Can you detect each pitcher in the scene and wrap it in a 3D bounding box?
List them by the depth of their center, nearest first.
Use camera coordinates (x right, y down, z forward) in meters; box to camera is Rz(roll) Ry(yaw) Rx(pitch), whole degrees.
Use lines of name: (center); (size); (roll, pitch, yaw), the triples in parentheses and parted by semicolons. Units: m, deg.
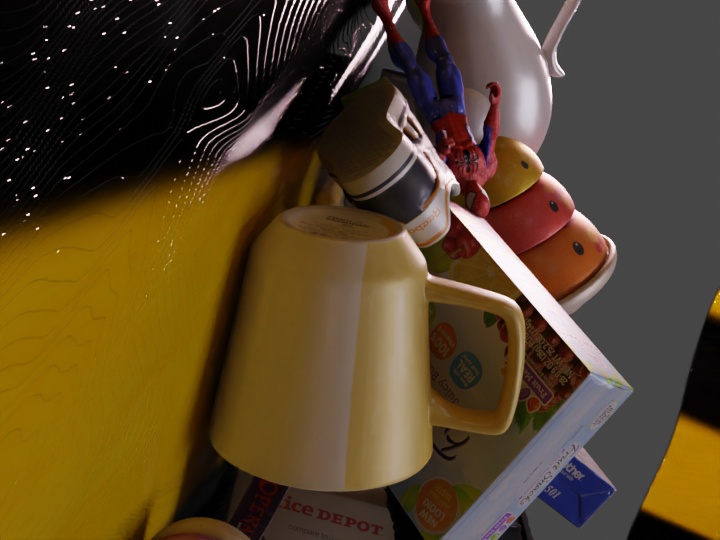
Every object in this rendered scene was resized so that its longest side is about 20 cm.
pitcher: (0.126, -0.191, 1.223); (0.121, 0.171, 0.201); (-105, -177, -59)

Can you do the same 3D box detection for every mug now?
mug: (-0.003, 0.041, 0.923); (0.149, 0.186, 0.154); (-143, -125, -59)

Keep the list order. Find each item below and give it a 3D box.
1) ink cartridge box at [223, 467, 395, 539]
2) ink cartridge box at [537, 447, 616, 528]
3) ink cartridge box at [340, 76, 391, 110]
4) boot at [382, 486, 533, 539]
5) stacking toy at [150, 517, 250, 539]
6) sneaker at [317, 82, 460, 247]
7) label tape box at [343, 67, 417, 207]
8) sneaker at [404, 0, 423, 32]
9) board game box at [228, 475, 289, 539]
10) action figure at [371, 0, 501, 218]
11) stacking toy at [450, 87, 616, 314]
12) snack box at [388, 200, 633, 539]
ink cartridge box: (-0.047, 0.252, 1.170); (0.086, 0.147, 0.201); (-60, 164, -71)
ink cartridge box: (0.121, 0.115, 1.110); (0.044, 0.094, 0.200); (-48, -155, 6)
ink cartridge box: (0.048, -0.053, 1.172); (0.146, 0.048, 0.201); (4, 62, -83)
boot: (0.070, 0.171, 1.118); (0.162, 0.073, 0.199); (34, 33, -53)
stacking toy: (-0.110, 0.197, 0.742); (0.200, 0.085, 0.086); (-28, 134, -78)
sneaker: (0.020, -0.072, 1.015); (0.078, 0.079, 0.200); (-36, -160, 11)
label tape box: (0.030, -0.093, 1.378); (0.144, 0.063, 0.201); (-37, 144, -80)
sneaker: (0.104, -0.230, 1.330); (0.105, 0.076, 0.200); (-91, 155, -46)
board game box: (-0.089, 0.196, 0.983); (0.200, 0.032, 0.120); (-62, -177, 20)
action figure: (0.067, -0.139, 1.075); (0.099, 0.065, 0.201); (118, -44, -70)
stacking toy: (0.116, -0.060, 1.175); (0.200, 0.146, 0.146); (63, 24, -20)
snack box: (0.070, 0.074, 1.006); (0.068, 0.200, 0.169); (22, 114, -46)
